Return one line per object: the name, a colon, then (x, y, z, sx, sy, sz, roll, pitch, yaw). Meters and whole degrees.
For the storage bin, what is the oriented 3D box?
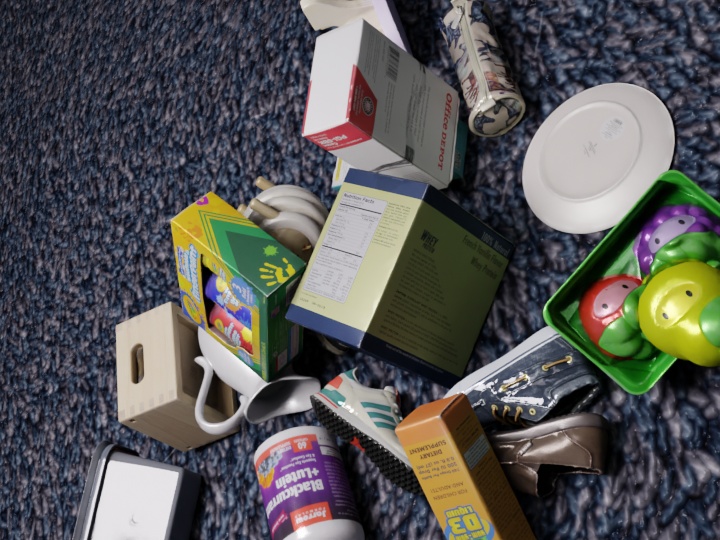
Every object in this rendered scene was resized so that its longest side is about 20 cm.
storage bin: (-0.314, 0.362, 1.352, 0.134, 0.146, 0.201, 6, 72, 14)

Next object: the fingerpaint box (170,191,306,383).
fingerpaint box: (-0.155, 0.026, 1.196, 0.167, 0.200, 0.073, 37, 58, 20)

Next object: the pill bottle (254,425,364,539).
pill bottle: (-0.059, 0.304, 1.157, 0.111, 0.111, 0.200, -38, 50, 21)

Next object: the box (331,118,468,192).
box: (0.054, -0.160, 1.325, 0.200, 0.049, 0.083, -7, 66, 39)

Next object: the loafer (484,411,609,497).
loafer: (0.178, 0.212, 1.021, 0.200, 0.073, 0.071, -25, 56, 31)

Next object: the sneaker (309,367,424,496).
sneaker: (0.034, 0.189, 1.159, 0.200, 0.070, 0.093, 33, 58, 29)

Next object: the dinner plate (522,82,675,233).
dinner plate: (0.281, -0.141, 1.137, 0.200, 0.024, 0.201, -18, 59, 33)

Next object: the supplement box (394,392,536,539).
supplement box: (0.116, 0.237, 0.995, 0.066, 0.069, 0.200, -25, 95, 35)

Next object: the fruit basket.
fruit basket: (0.298, 0.021, 0.921, 0.155, 0.216, 0.216, 41, 100, 6)

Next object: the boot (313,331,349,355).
boot: (-0.001, -0.001, 1.274, 0.154, 0.073, 0.204, -31, 48, 33)

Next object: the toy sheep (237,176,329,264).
toy sheep: (-0.101, -0.056, 1.261, 0.138, 0.138, 0.200, -40, 19, 20)

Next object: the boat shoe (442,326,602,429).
boat shoe: (0.173, 0.150, 1.055, 0.200, 0.071, 0.091, -40, 45, 17)

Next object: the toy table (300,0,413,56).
toy table: (-0.002, -0.363, 1.400, 0.117, 0.184, 0.200, -23, 46, 11)

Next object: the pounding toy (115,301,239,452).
pounding toy: (-0.282, 0.153, 1.394, 0.142, 0.184, 0.201, -23, 56, 17)

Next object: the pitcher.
pitcher: (-0.173, 0.130, 1.313, 0.171, 0.121, 0.200, -21, 49, -19)

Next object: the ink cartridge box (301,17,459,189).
ink cartridge box: (0.030, -0.200, 1.190, 0.083, 0.200, 0.147, -11, 63, 41)

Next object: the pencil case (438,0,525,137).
pencil case: (0.162, -0.273, 1.258, 0.078, 0.089, 0.201, -29, 54, 27)

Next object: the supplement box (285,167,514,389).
supplement box: (0.052, 0.012, 1.138, 0.134, 0.200, 0.200, 18, 83, 44)
